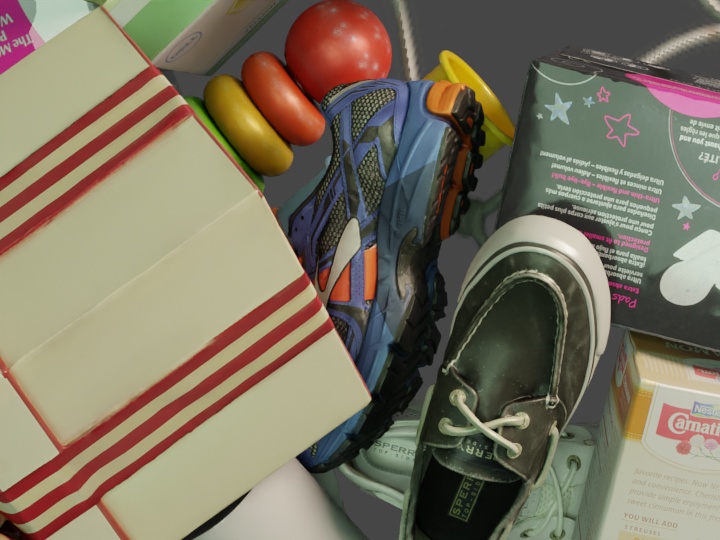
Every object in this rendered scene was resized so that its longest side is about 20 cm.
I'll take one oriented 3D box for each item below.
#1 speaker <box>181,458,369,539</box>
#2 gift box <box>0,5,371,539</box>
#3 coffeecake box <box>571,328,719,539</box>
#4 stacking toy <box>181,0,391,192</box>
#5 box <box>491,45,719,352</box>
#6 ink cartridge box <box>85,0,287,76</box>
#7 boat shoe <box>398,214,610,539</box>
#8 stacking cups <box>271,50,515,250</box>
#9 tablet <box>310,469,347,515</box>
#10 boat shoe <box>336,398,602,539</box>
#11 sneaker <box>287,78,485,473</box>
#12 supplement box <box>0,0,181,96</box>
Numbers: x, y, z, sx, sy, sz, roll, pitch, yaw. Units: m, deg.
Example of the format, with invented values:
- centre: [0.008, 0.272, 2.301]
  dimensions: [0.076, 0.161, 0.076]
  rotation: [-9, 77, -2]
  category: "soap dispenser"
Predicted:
- centre: [-0.016, 0.166, 1.218]
  dimensions: [0.081, 0.081, 0.200]
  rotation: [-34, 116, 12]
  category: "speaker"
- centre: [-0.136, 0.010, 1.110]
  dimensions: [0.186, 0.200, 0.185]
  rotation: [-36, 43, -6]
  category: "gift box"
- centre: [0.178, 0.141, 1.184]
  dimensions: [0.152, 0.073, 0.201]
  rotation: [11, 110, -3]
  category: "coffeecake box"
- centre: [-0.067, -0.061, 1.256]
  dimensions: [0.200, 0.085, 0.086]
  rotation: [-37, 87, 7]
  category: "stacking toy"
- centre: [0.172, -0.026, 1.180]
  dimensions: [0.199, 0.132, 0.116]
  rotation: [15, 101, 10]
  category: "box"
- centre: [-0.063, -0.160, 1.181]
  dimensions: [0.145, 0.200, 0.048]
  rotation: [-42, 83, 11]
  category: "ink cartridge box"
- centre: [0.063, 0.069, 1.142]
  dimensions: [0.070, 0.064, 0.201]
  rotation: [19, 126, 7]
  category: "boat shoe"
- centre: [-0.011, -0.023, 1.261]
  dimensions: [0.200, 0.060, 0.061]
  rotation: [-41, 86, 17]
  category: "stacking cups"
- centre: [-0.077, 0.103, 1.262]
  dimensions: [0.129, 0.014, 0.201]
  rotation: [-8, 115, 14]
  category: "tablet"
- centre: [0.081, 0.109, 1.240]
  dimensions: [0.199, 0.069, 0.071]
  rotation: [8, 96, 11]
  category: "boat shoe"
- centre: [0.000, 0.000, 1.203]
  dimensions: [0.078, 0.075, 0.201]
  rotation: [18, 98, 21]
  category: "sneaker"
- centre: [-0.181, -0.159, 1.257]
  dimensions: [0.101, 0.103, 0.201]
  rotation: [-23, 91, 11]
  category: "supplement box"
